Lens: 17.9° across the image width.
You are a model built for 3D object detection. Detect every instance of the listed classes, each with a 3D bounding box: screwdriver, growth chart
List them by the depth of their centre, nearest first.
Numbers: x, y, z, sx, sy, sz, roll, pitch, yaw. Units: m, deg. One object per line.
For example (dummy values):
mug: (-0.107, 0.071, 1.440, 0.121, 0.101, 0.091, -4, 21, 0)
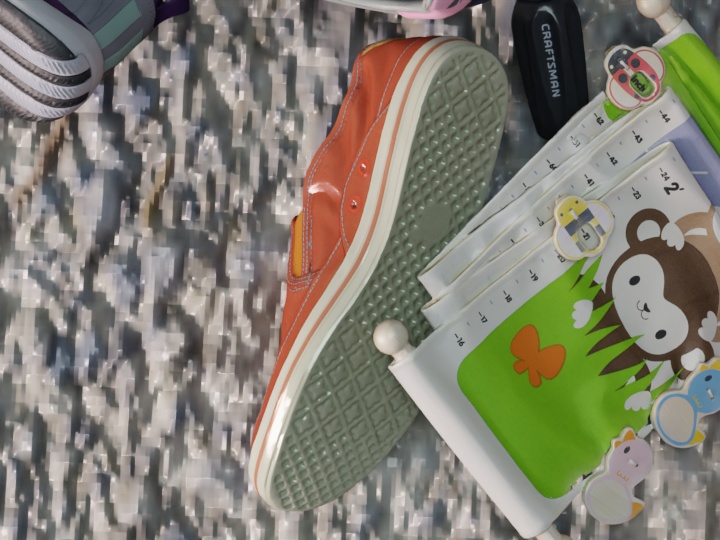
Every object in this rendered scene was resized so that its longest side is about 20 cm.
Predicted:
screwdriver: (0.068, -0.146, 0.896, 0.029, 0.028, 0.201, 9, 119, 34)
growth chart: (0.102, 0.007, 0.909, 0.145, 0.018, 0.200, 43, 82, -15)

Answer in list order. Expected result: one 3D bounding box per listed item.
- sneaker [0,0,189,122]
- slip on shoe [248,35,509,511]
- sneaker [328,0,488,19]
sneaker: (-0.166, -0.141, 0.934, 0.200, 0.075, 0.087, 40, 51, 13)
slip on shoe: (0.000, 0.000, 0.912, 0.061, 0.074, 0.201, 22, 96, 47)
sneaker: (-0.034, -0.145, 0.889, 0.199, 0.082, 0.070, 13, 117, 20)
